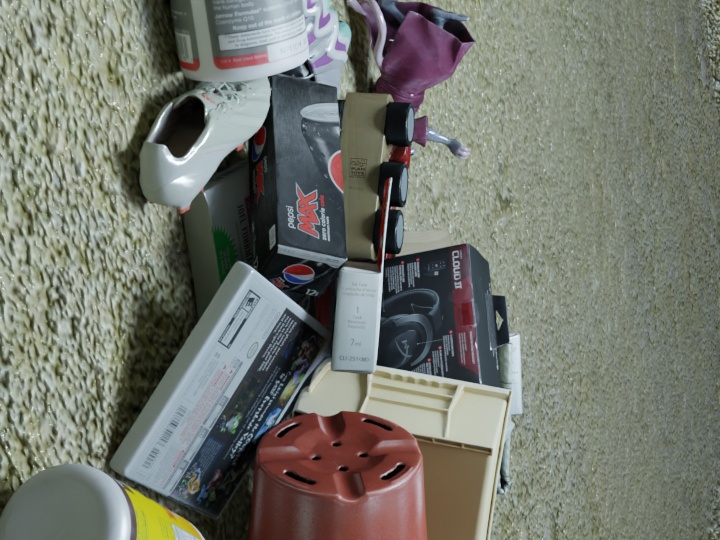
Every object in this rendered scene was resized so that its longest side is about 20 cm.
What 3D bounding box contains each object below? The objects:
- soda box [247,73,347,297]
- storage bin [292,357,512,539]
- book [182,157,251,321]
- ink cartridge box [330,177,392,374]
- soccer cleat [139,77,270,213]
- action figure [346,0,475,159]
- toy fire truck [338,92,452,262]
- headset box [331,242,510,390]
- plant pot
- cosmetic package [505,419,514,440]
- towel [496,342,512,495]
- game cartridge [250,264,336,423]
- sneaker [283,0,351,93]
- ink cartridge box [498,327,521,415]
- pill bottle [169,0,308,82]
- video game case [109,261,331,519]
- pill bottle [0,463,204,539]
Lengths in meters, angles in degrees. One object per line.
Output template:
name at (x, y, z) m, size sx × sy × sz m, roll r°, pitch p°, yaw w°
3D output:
soda box at (-0.057, -0.078, 1.473) m, size 0.063 × 0.071 × 0.200 m, roll 127°, pitch -33°, yaw -47°
storage bin at (0.033, 0.205, 1.616) m, size 0.094 × 0.198 × 0.200 m, roll -68°, pitch 166°, yaw -56°
book at (-0.099, -0.037, 1.545) m, size 0.200 × 0.048 × 0.134 m, roll -38°, pitch 124°, yaw -58°
ink cartridge box at (0.000, 0.000, 1.540) m, size 0.200 × 0.043 × 0.174 m, roll -100°, pitch -166°, yaw -88°
soccer cleat at (-0.130, -0.132, 1.420) m, size 0.200 × 0.069 × 0.078 m, roll -61°, pitch 159°, yaw -43°
action figure at (0.044, -0.196, 1.800) m, size 0.149 × 0.134 × 0.200 m, roll 4°, pitch 116°, yaw -35°
toy fire truck at (0.030, -0.080, 1.771) m, size 0.200 × 0.128 × 0.177 m, roll 52°, pitch 43°, yaw -74°
headset box at (0.052, 0.064, 1.673) m, size 0.077 × 0.200 × 0.149 m, roll 37°, pitch 45°, yaw -64°
plant pot at (-0.021, 0.246, 1.494) m, size 0.201 × 0.200 × 0.196 m, roll -47°, pitch 143°, yaw -58°
cosmetic package at (0.067, 0.222, 1.762) m, size 0.200 × 0.101 × 0.071 m, roll -60°, pitch 163°, yaw 17°
towel at (0.095, 0.133, 1.837) m, size 0.034 × 0.192 × 0.201 m, roll -12°, pitch 104°, yaw -38°
game cartridge at (-0.069, 0.055, 1.538) m, size 0.133 × 0.041 × 0.200 m, roll -44°, pitch 149°, yaw -42°
sneaker at (-0.062, -0.192, 1.575) m, size 0.200 × 0.078 × 0.140 m, roll 30°, pitch 63°, yaw -64°
ink cartridge box at (0.121, 0.064, 1.902) m, size 0.200 × 0.043 × 0.174 m, roll -161°, pitch -112°, yaw -68°
pill bottle at (-0.111, -0.269, 1.404) m, size 0.114 × 0.114 × 0.201 m, roll -44°, pitch 132°, yaw -59°
video game case at (-0.116, 0.108, 1.428) m, size 0.200 × 0.023 × 0.182 m, roll -58°, pitch 151°, yaw -6°
pill bottle at (-0.183, 0.224, 1.259) m, size 0.200 × 0.109 × 0.110 m, roll 49°, pitch 47°, yaw -59°
